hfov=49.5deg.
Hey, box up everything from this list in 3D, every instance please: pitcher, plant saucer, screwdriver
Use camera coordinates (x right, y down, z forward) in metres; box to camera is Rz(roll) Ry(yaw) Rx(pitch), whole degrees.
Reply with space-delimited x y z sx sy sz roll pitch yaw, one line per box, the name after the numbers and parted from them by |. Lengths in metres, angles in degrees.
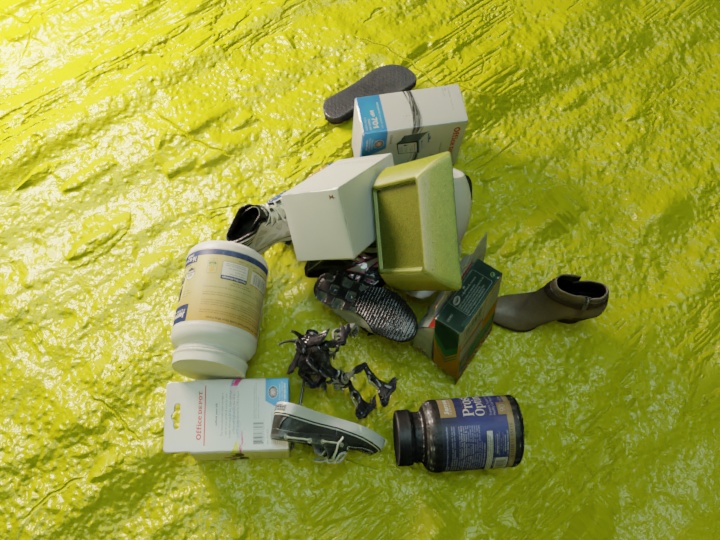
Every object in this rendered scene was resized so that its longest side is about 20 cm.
0.133 -0.074 1.327 0.119 0.205 0.170 21 25 29 | pitcher
0.075 -0.068 1.213 0.047 0.199 0.206 -6 91 -27 | plant saucer
-0.100 0.197 1.306 0.028 0.028 0.205 2 70 30 | screwdriver

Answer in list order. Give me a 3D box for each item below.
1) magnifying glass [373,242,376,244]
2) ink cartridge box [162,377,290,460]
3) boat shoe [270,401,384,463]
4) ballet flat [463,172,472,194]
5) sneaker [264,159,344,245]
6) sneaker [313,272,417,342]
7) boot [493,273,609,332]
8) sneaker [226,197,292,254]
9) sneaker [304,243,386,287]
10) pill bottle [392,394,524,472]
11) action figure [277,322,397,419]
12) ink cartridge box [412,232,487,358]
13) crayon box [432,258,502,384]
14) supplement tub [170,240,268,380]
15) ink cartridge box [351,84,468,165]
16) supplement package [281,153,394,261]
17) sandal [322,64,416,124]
0.003 -0.052 1.396 0.194 0.080 0.023 -5 70 6 | magnifying glass
-0.210 0.239 1.252 0.194 0.068 0.118 0 67 -4 | ink cartridge box
-0.050 0.265 1.220 0.197 0.073 0.070 26 65 -30 | boat shoe
0.118 -0.129 1.434 0.195 0.073 0.075 -13 67 -11 | ballet flat
-0.083 -0.122 1.424 0.198 0.075 0.089 -35 82 -9 | sneaker
0.019 0.069 1.315 0.197 0.089 0.075 27 76 28 | sneaker
0.317 0.049 1.324 0.194 0.147 0.072 1 67 -3 | boot
-0.140 -0.089 1.318 0.198 0.115 0.076 -35 83 -10 | sneaker
0.000 0.000 1.364 0.194 0.081 0.088 -6 68 -5 | sneaker
0.152 0.260 1.241 0.194 0.112 0.115 -3 66 -5 | pill bottle
-0.041 0.151 1.267 0.199 0.103 0.119 40 112 -12 | action figure
0.144 0.037 1.288 0.049 0.201 0.163 29 67 20 | ink cartridge box
0.171 0.088 1.273 0.051 0.201 0.126 30 66 20 | crayon box
-0.232 0.070 1.283 0.140 0.145 0.205 7 65 0 | supplement tub
0.087 -0.255 1.443 0.195 0.147 0.088 -8 65 -7 | ink cartridge box
-0.025 -0.108 1.309 0.115 0.120 0.200 -2 21 30 | supplement package
0.017 -0.346 1.543 0.196 0.043 0.077 -24 62 -3 | sandal
